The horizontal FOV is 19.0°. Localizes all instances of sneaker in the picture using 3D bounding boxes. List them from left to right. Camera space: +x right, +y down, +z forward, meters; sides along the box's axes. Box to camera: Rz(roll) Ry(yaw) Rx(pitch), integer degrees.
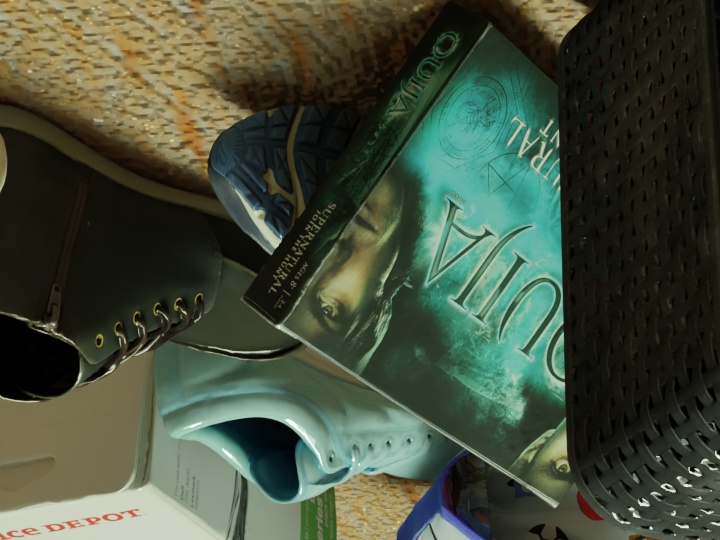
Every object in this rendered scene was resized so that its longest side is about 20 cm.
[{"bbox_3d":[-0.094,0.020,0.881,0.199,0.107,0.075,25,132,-35],"label":"sneaker"},{"bbox_3d":[-0.022,0.081,1.025,0.199,0.082,0.074,23,145,-34],"label":"sneaker"},{"bbox_3d":[0.000,0.000,0.890,0.085,0.077,0.200,-14,146,40],"label":"sneaker"}]

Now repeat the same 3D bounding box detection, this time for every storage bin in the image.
[{"bbox_3d":[0.147,-0.011,0.725,0.135,0.201,0.094,14,148,-22],"label":"storage bin"}]

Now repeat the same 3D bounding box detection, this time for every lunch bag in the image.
[{"bbox_3d":[0.116,0.148,1.090,0.199,0.124,0.170,4,151,-12],"label":"lunch bag"}]

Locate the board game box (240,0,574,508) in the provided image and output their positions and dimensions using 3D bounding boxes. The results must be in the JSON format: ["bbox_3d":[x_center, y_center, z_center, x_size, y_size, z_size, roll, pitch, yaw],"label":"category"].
[{"bbox_3d":[0.057,0.001,0.843,0.028,0.136,0.200,35,180,45],"label":"board game box"}]

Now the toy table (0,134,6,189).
[{"bbox_3d":[-0.181,-0.102,0.660,0.199,0.118,0.184,17,151,-22],"label":"toy table"}]

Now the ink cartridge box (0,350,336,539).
[{"bbox_3d":[-0.119,0.121,1.100,0.145,0.085,0.200,-12,148,22],"label":"ink cartridge box"}]
